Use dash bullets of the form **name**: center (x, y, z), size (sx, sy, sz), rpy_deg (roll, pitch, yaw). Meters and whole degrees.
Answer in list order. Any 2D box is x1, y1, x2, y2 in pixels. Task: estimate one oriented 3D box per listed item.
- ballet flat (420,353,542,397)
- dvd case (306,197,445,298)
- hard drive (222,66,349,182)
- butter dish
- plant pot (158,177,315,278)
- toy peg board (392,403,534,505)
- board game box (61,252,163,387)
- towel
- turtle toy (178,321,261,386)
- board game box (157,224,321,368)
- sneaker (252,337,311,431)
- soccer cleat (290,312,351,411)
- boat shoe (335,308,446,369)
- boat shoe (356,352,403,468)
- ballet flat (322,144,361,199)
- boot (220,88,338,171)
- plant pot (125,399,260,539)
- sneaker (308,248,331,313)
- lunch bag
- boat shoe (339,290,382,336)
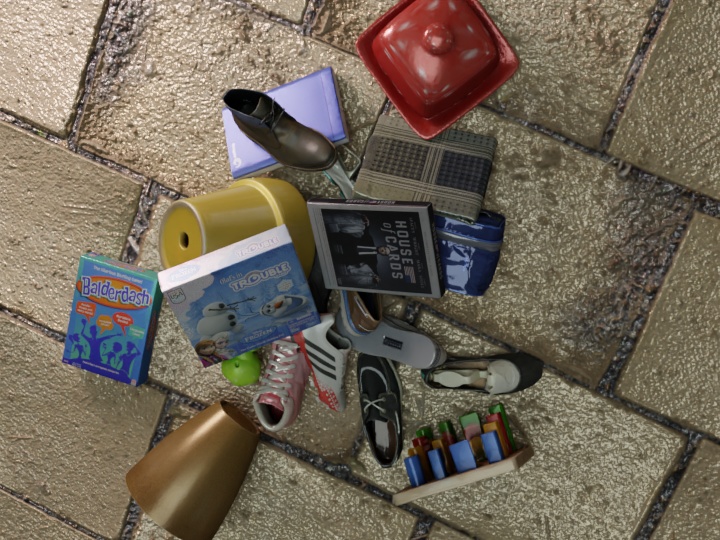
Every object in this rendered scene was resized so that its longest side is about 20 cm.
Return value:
- **ballet flat**: center (0.194, 0.174, 1.523), size (0.197, 0.068, 0.069), rpy_deg (-3, 100, 13)
- **dvd case**: center (0.023, -0.034, 1.401), size (0.198, 0.025, 0.152), rpy_deg (5, 121, 28)
- **hard drive**: center (-0.123, -0.235, 1.517), size (0.198, 0.025, 0.133), rpy_deg (-18, 68, 15)
- **butter dish**: center (0.114, -0.331, 1.399), size (0.199, 0.148, 0.200), rpy_deg (-37, 88, 3)
- **plant pot**: center (-0.203, -0.046, 1.471), size (0.199, 0.188, 0.204), rpy_deg (3, 94, 46)
- **toy peg board**: center (0.156, 0.285, 1.495), size (0.198, 0.199, 0.099), rpy_deg (-21, 79, 15)
- **board game box**: center (-0.434, 0.086, 1.660), size (0.150, 0.045, 0.202), rpy_deg (15, 102, 10)
- **towel**: center (0.098, -0.154, 1.439), size (0.198, 0.194, 0.035), rpy_deg (14, 141, 7)
- **turtle toy**: center (-0.227, 0.101, 1.579), size (0.101, 0.145, 0.201), rpy_deg (-33, 91, 37)
- **board game box**: center (-0.175, 0.043, 1.412), size (0.198, 0.044, 0.200), rpy_deg (-21, 139, -3)
- **sneaker**: center (-0.128, 0.174, 1.578), size (0.074, 0.105, 0.203), rpy_deg (11, 101, 12)
- **soccer cleat**: center (-0.047, 0.152, 1.547), size (0.084, 0.069, 0.201), rpy_deg (-16, 121, 11)
- **boat shoe**: center (0.051, 0.109, 1.544), size (0.198, 0.066, 0.073), rpy_deg (15, 89, 31)
- **boat shoe**: center (0.033, 0.227, 1.570), size (0.071, 0.068, 0.203), rpy_deg (-8, 96, 15)
- **ballet flat**: center (-0.016, -0.145, 1.520), size (0.069, 0.069, 0.201), rpy_deg (-36, 87, 16)
- **boot**: center (-0.129, -0.215, 1.444), size (0.199, 0.097, 0.075), rpy_deg (27, 84, 26)
- **plant pot**: center (-0.266, 0.329, 1.609), size (0.186, 0.186, 0.201), rpy_deg (40, 93, 3)
- **sneaker**: center (-0.072, 0.011, 1.554), size (0.090, 0.076, 0.202), rpy_deg (-10, 99, 8)
- **lunch bag**: center (0.122, -0.055, 1.464), size (0.198, 0.136, 0.134), rpy_deg (17, 103, 10)
- **boat shoe**: center (0.000, 0.000, 1.508), size (0.072, 0.072, 0.202), rpy_deg (-25, 76, 50)
